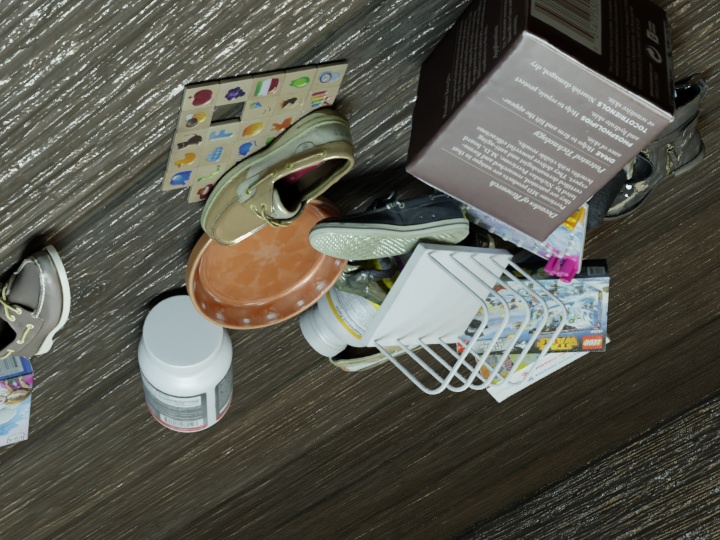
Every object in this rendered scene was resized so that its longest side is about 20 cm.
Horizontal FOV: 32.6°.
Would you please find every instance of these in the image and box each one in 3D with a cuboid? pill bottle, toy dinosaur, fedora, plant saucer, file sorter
[{"bbox_3d":[-0.216,0.115,1.530,0.116,0.116,0.200,-18,156,-15],"label":"pill bottle"},{"bbox_3d":[0.000,0.000,1.500,0.088,0.200,0.047,-56,-173,22],"label":"toy dinosaur"},{"bbox_3d":[0.242,-0.102,1.431,0.200,0.092,0.201,17,172,2],"label":"fedora"},{"bbox_3d":[-0.106,-0.014,1.415,0.200,0.032,0.200,-19,140,-17],"label":"plant saucer"},{"bbox_3d":[0.016,0.030,1.589,0.200,0.104,0.104,-37,154,27],"label":"pill bottle"},{"bbox_3d":[0.130,0.062,1.455,0.200,0.125,0.139,3,123,-53],"label":"file sorter"}]

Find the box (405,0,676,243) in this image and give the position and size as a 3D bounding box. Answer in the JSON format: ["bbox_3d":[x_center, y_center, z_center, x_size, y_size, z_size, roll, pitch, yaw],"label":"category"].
[{"bbox_3d":[0.167,-0.170,1.163,0.164,0.166,0.200,26,136,-17],"label":"box"}]

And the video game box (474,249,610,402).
[{"bbox_3d":[0.238,0.064,1.765,0.182,0.200,0.047,-33,133,16],"label":"video game box"}]

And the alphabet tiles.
[{"bbox_3d":[-0.112,-0.134,1.238,0.167,0.008,0.200,-14,155,-25],"label":"alphabet tiles"}]

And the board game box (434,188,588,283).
[{"bbox_3d":[0.165,-0.070,1.429,0.026,0.200,0.200,-58,163,-16],"label":"board game box"}]

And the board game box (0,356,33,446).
[{"bbox_3d":[-0.496,0.174,1.470,0.200,0.043,0.199,-14,156,-24],"label":"board game box"}]

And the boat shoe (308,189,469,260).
[{"bbox_3d":[0.030,-0.055,1.397,0.200,0.062,0.075,-7,159,-26],"label":"boat shoe"}]

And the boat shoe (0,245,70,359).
[{"bbox_3d":[-0.352,0.039,1.294,0.059,0.072,0.200,-14,161,-30],"label":"boat shoe"}]

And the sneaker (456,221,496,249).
[{"bbox_3d":[0.111,-0.007,1.638,0.086,0.080,0.200,-11,153,-25],"label":"sneaker"}]

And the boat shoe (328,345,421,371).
[{"bbox_3d":[0.040,0.092,1.782,0.200,0.075,0.068,-37,160,28],"label":"boat shoe"}]

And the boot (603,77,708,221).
[{"bbox_3d":[0.361,-0.159,1.590,0.200,0.069,0.174,-35,153,5],"label":"boot"}]

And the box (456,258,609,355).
[{"bbox_3d":[0.222,0.050,1.614,0.200,0.040,0.137,-2,132,5],"label":"box"}]

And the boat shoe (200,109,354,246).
[{"bbox_3d":[-0.086,-0.082,1.266,0.200,0.066,0.074,-40,141,25],"label":"boat shoe"}]
